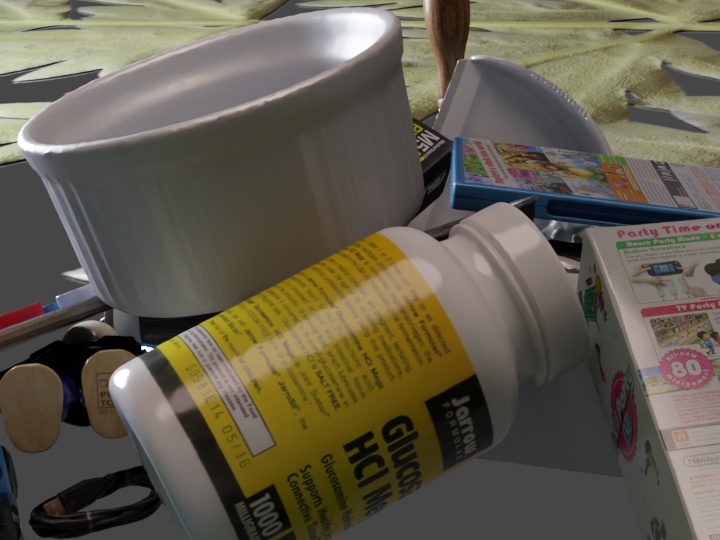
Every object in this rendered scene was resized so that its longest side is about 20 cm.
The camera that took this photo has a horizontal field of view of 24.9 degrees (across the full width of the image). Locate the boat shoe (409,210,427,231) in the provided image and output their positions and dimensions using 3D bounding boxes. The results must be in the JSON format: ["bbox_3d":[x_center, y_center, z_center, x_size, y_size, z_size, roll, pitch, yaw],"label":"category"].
[{"bbox_3d":[-0.044,-0.062,1.111,0.201,0.074,0.063,25,11,-1],"label":"boat shoe"}]

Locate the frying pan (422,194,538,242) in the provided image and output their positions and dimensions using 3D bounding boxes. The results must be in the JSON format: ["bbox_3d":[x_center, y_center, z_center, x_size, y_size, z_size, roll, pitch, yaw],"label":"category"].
[{"bbox_3d":[0.006,-0.001,0.831,0.189,0.031,0.115,-20,2,-15],"label":"frying pan"}]

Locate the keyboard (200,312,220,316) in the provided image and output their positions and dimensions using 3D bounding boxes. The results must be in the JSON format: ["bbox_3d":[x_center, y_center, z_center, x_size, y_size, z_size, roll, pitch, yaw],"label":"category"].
[{"bbox_3d":[-0.041,0.014,0.971,0.199,0.021,0.127,2,44,-16],"label":"keyboard"}]

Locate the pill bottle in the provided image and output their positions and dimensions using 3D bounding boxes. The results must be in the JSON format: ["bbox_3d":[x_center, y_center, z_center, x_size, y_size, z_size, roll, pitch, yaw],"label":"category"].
[{"bbox_3d":[-0.002,0.051,0.737,0.199,0.113,0.112,-28,25,-12],"label":"pill bottle"}]

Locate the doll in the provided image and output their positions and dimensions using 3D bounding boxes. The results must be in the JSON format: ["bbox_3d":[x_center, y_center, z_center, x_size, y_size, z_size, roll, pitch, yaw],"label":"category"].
[{"bbox_3d":[-0.143,0.057,0.870,0.136,0.049,0.200,-9,4,-8],"label":"doll"}]

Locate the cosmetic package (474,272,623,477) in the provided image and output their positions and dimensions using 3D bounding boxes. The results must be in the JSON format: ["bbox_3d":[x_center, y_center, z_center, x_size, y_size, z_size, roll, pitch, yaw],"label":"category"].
[{"bbox_3d":[0.081,0.048,0.854,0.199,0.072,0.101,5,22,24],"label":"cosmetic package"}]

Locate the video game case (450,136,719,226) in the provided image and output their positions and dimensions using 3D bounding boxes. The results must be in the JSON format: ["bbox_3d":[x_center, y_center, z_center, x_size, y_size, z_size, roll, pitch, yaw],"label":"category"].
[{"bbox_3d":[0.152,-0.047,0.955,0.199,0.018,0.143,7,16,1],"label":"video game case"}]

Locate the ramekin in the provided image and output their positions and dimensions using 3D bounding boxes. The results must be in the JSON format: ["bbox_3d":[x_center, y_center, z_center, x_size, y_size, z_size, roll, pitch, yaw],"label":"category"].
[{"bbox_3d":[-0.063,-0.055,0.830,0.200,0.098,0.201,-15,19,5],"label":"ramekin"}]

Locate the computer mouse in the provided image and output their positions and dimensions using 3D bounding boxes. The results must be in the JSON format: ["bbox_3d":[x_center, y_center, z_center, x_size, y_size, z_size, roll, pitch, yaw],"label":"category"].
[{"bbox_3d":[-0.091,0.085,0.847,0.058,0.034,0.200,11,26,35],"label":"computer mouse"}]

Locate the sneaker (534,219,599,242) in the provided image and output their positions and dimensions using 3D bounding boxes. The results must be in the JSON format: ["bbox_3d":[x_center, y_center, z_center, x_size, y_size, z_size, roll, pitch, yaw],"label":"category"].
[{"bbox_3d":[0.157,-0.012,1.005,0.199,0.071,0.080,7,26,27],"label":"sneaker"}]

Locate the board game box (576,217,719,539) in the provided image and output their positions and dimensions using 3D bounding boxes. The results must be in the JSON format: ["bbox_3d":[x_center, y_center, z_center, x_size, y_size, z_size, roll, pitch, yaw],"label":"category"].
[{"bbox_3d":[0.186,0.063,0.695,0.147,0.064,0.200,-6,46,-5],"label":"board game box"}]

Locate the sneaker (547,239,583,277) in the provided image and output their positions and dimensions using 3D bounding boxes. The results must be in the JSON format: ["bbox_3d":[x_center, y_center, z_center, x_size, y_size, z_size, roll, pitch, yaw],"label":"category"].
[{"bbox_3d":[0.153,0.017,0.925,0.199,0.072,0.083,13,33,15],"label":"sneaker"}]

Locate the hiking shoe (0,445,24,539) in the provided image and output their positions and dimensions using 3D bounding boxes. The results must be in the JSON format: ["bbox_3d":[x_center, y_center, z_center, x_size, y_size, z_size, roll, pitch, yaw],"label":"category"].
[{"bbox_3d":[-0.201,0.087,0.787,0.074,0.087,0.200,-13,22,-23],"label":"hiking shoe"}]

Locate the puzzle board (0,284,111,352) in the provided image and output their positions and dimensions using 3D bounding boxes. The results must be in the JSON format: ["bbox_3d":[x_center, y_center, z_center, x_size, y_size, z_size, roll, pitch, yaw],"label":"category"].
[{"bbox_3d":[-0.215,0.043,0.858,0.150,0.017,0.200,-20,1,38],"label":"puzzle board"}]

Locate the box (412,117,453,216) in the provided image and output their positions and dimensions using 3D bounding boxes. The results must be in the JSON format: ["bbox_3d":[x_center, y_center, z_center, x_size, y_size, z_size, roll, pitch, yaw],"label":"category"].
[{"bbox_3d":[-0.058,-0.059,1.000,0.160,0.044,0.200,32,43,16],"label":"box"}]

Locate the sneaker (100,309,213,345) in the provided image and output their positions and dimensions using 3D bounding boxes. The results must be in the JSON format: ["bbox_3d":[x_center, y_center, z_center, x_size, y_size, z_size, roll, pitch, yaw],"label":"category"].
[{"bbox_3d":[-0.103,-0.004,1.053,0.090,0.067,0.200,1,24,5],"label":"sneaker"}]

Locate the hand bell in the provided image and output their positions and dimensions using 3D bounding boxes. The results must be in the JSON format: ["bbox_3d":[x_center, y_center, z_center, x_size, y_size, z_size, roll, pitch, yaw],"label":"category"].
[{"bbox_3d":[0.063,-0.126,1.146,0.104,0.201,0.104,-5,19,2],"label":"hand bell"}]

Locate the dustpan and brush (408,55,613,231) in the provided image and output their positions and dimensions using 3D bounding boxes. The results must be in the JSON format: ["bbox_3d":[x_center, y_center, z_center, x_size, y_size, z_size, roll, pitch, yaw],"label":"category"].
[{"bbox_3d":[0.141,-0.051,1.091,0.199,0.140,0.057,22,-9,-9],"label":"dustpan and brush"}]
